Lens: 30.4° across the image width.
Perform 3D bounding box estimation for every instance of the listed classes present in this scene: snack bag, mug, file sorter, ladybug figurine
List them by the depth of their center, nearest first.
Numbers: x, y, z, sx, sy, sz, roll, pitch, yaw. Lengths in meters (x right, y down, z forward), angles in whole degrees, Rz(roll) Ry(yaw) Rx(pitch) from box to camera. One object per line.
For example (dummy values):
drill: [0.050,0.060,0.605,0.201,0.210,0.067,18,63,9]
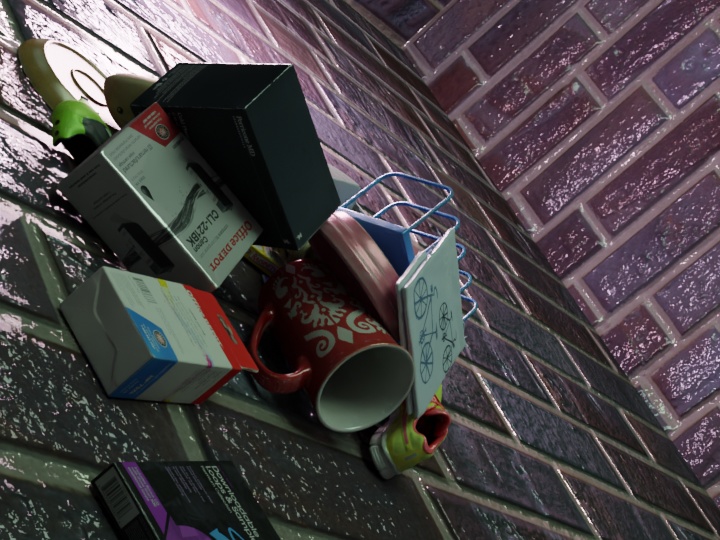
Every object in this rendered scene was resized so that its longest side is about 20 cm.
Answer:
mug: [-0.052,0.077,1.616,0.177,0.134,0.200,24,20,-43]
snack bag: [0.091,0.059,1.687,0.200,0.021,0.189,-50,138,-55]
ladybug figurine: [-0.238,-0.198,1.711,0.200,0.072,0.136,13,0,-28]
file sorter: [0.065,-0.013,1.790,0.139,0.123,0.200,20,-44,42]

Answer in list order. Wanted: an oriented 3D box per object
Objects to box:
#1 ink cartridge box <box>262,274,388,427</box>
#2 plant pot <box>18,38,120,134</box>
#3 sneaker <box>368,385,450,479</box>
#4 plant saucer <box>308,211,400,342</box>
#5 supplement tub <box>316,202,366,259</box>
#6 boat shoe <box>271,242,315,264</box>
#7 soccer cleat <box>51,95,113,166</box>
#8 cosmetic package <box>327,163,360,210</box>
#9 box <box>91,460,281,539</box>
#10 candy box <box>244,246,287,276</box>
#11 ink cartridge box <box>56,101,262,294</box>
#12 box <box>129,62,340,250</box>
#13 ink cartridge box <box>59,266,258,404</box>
ink cartridge box: [-0.037,0.101,1.789,0.200,0.043,0.198,37,20,-36]
plant pot: [-0.358,-0.231,1.723,0.200,0.027,0.200,45,15,-15]
sneaker: [0.083,0.193,1.716,0.078,0.090,0.200,57,31,-20]
plant saucer: [0.000,0.000,1.673,0.201,0.051,0.201,52,-9,12]
supplement tub: [-0.078,-0.112,2.067,0.200,0.107,0.107,51,15,6]
boat shoe: [-0.091,-0.039,1.845,0.066,0.074,0.200,18,11,-2]
soccer cleat: [-0.297,-0.126,1.594,0.200,0.067,0.081,40,40,-40]
cosmetic package: [-0.112,-0.124,1.827,0.200,0.074,0.102,15,15,-39]
box: [-0.140,0.236,1.189,0.143,0.036,0.200,55,15,20]
candy box: [-0.166,-0.056,1.836,0.200,0.026,0.102,40,15,-32]
ink cartridge box: [-0.222,-0.068,1.507,0.200,0.084,0.144,51,33,-13]
box: [-0.147,-0.138,1.588,0.104,0.182,0.200,-49,133,-38]
ink cartridge box: [-0.200,0.071,1.356,0.116,0.067,0.200,56,17,23]
